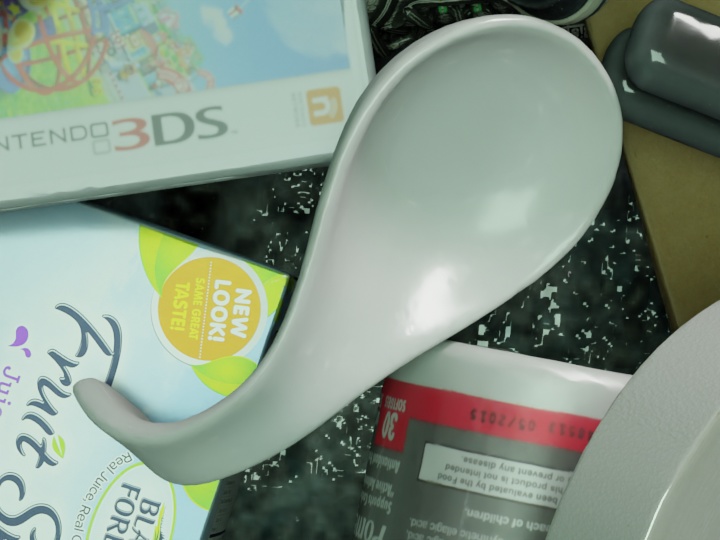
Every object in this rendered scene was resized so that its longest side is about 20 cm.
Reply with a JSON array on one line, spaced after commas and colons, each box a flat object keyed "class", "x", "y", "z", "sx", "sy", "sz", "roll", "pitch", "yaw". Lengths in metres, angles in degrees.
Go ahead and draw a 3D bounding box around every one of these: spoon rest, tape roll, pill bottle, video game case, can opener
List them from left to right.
[{"class": "video game case", "x": -0.095, "y": -0.123, "z": 0.783, "sx": 0.182, "sy": 0.022, "sz": 0.200, "roll": -8, "pitch": 89, "yaw": 1}, {"class": "spoon rest", "x": 0.000, "y": 0.000, "z": 0.757, "sx": 0.200, "sy": 0.061, "sz": 0.099, "roll": -41, "pitch": 128, "yaw": 8}, {"class": "pill bottle", "x": 0.045, "y": 0.128, "z": 0.805, "sx": 0.110, "sy": 0.111, "sz": 0.200, "roll": 11, "pitch": 88, "yaw": 3}, {"class": "tape roll", "x": 0.131, "y": 0.104, "z": 0.769, "sx": 0.037, "sy": 0.203, "sz": 0.203, "roll": 19, "pitch": 89, "yaw": 43}, {"class": "can opener", "x": 0.177, "y": -0.047, "z": 0.787, "sx": 0.200, "sy": 0.053, "sz": 0.067, "roll": 16, "pitch": 69, "yaw": -10}]

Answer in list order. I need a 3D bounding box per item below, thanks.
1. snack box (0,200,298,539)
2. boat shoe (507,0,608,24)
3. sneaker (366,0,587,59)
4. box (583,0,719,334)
[{"class": "snack box", "x": -0.129, "y": 0.070, "z": 0.837, "sx": 0.168, "sy": 0.068, "sz": 0.200, "roll": 19, "pitch": 90, "yaw": 4}, {"class": "boat shoe", "x": 0.014, "y": -0.160, "z": 0.747, "sx": 0.062, "sy": 0.075, "sz": 0.200, "roll": -40, "pitch": 104, "yaw": -38}, {"class": "sneaker", "x": 0.042, "y": -0.108, "z": 0.830, "sx": 0.200, "sy": 0.078, "sz": 0.085, "roll": -31, "pitch": 88, "yaw": 1}, {"class": "box", "x": 0.171, "y": -0.047, "z": 0.817, "sx": 0.163, "sy": 0.021, "sz": 0.200, "roll": -18, "pitch": 106, "yaw": 1}]
